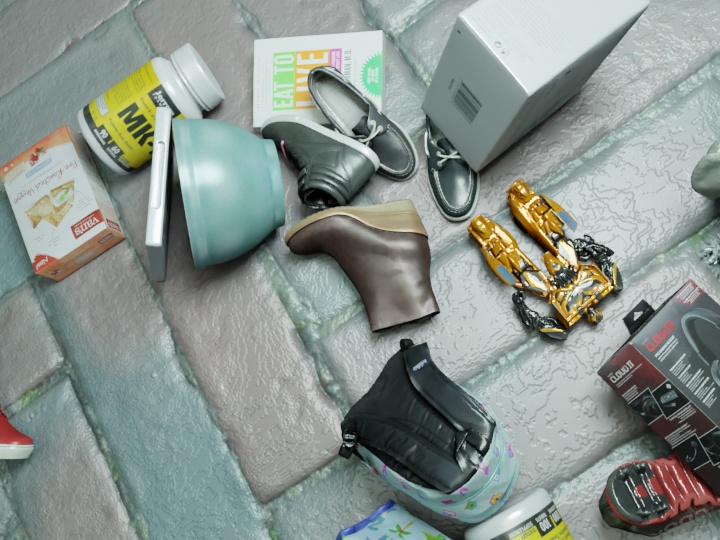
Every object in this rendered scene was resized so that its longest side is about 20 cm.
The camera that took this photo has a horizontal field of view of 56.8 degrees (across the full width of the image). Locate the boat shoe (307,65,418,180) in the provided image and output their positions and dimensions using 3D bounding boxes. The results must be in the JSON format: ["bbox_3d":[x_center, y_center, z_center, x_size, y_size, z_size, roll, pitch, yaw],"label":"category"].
[{"bbox_3d":[0.002,-0.205,0.924,0.074,0.060,0.201,-40,89,16],"label":"boat shoe"}]

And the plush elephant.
[{"bbox_3d":[0.472,-0.099,0.759,0.164,0.155,0.201,35,86,18],"label":"plush elephant"}]

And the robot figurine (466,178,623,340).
[{"bbox_3d":[0.234,-0.012,0.846,0.145,0.058,0.201,-41,71,2],"label":"robot figurine"}]

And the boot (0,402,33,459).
[{"bbox_3d":[-0.551,0.190,0.982,0.196,0.072,0.147,12,79,19],"label":"boot"}]

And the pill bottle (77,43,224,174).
[{"bbox_3d":[-0.312,-0.245,1.003,0.198,0.114,0.115,-33,72,4],"label":"pill bottle"}]

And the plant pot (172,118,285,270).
[{"bbox_3d":[-0.175,-0.112,0.912,0.131,0.201,0.204,-9,73,-13],"label":"plant pot"}]

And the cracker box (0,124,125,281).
[{"bbox_3d":[-0.466,-0.105,1.037,0.133,0.058,0.202,-31,73,5],"label":"cracker box"}]

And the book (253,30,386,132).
[{"bbox_3d":[-0.061,-0.277,0.992,0.196,0.048,0.137,-1,83,13],"label":"book"}]

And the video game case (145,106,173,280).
[{"bbox_3d":[-0.277,-0.097,0.923,0.022,0.200,0.186,4,76,-14],"label":"video game case"}]

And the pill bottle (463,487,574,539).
[{"bbox_3d":[0.208,0.359,0.737,0.111,0.112,0.202,-30,72,5],"label":"pill bottle"}]

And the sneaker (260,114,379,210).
[{"bbox_3d":[-0.079,-0.149,0.932,0.197,0.071,0.100,24,67,24],"label":"sneaker"}]

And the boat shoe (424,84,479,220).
[{"bbox_3d":[0.120,-0.171,0.911,0.074,0.060,0.204,-12,74,10],"label":"boat shoe"}]

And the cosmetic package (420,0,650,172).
[{"bbox_3d":[0.201,-0.255,0.807,0.199,0.200,0.123,-39,83,-14],"label":"cosmetic package"}]

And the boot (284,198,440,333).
[{"bbox_3d":[0.000,0.000,0.892,0.196,0.072,0.170,-12,72,7],"label":"boot"}]

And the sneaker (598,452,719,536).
[{"bbox_3d":[0.355,0.249,0.751,0.196,0.099,0.072,-8,54,-13],"label":"sneaker"}]

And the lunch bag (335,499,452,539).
[{"bbox_3d":[0.050,0.396,0.738,0.168,0.126,0.204,22,114,39],"label":"lunch bag"}]

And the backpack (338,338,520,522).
[{"bbox_3d":[0.089,0.193,0.773,0.199,0.126,0.168,24,75,49],"label":"backpack"}]

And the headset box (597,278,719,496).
[{"bbox_3d":[0.376,0.118,0.740,0.148,0.078,0.200,-30,69,-32],"label":"headset box"}]
